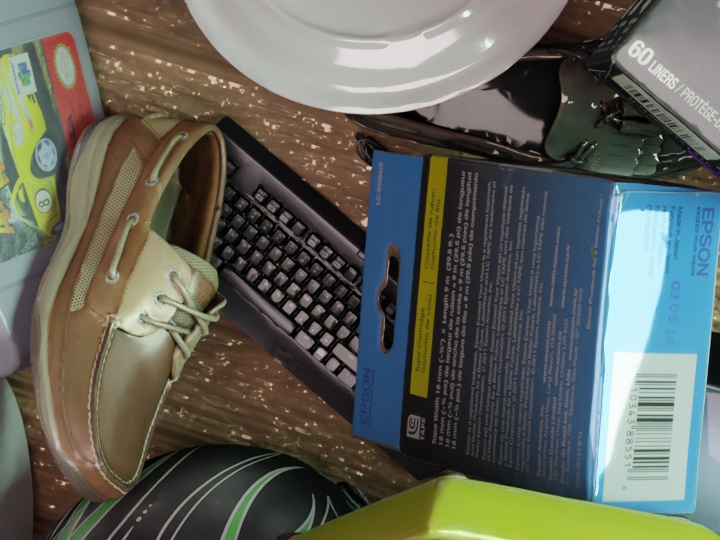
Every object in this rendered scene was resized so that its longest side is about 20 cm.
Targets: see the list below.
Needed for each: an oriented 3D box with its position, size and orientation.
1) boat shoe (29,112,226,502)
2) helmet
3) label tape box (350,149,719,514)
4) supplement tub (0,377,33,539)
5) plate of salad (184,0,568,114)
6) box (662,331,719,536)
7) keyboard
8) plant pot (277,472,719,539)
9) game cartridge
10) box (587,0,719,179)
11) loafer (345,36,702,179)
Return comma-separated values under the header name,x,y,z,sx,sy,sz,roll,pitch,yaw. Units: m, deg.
name,x,y,z,sx,sy,sz,roll,pitch,yaw
boat shoe,-0.103,0.010,1.386,0.072,0.076,0.201,-9,61,25
helmet,-0.077,0.180,1.404,0.199,0.191,0.201,1,99,9
label tape box,0.077,0.023,1.357,0.063,0.200,0.145,2,96,-31
supplement tub,-0.272,0.114,1.448,0.199,0.145,0.145,-5,99,10
plate of salad,0.010,-0.164,1.387,0.199,0.048,0.201,-2,72,7
box,0.214,0.152,1.390,0.199,0.123,0.199,14,103,7
keyboard,0.000,0.000,1.448,0.200,0.021,0.127,40,104,0
plant pot,0.053,0.197,1.259,0.200,0.199,0.182,12,68,-29
game cartridge,-0.168,-0.057,1.407,0.041,0.133,0.201,-8,100,34
box,0.206,-0.126,1.249,0.122,0.106,0.200,39,91,-3
loafer,0.081,-0.076,1.399,0.199,0.063,0.072,6,101,8
